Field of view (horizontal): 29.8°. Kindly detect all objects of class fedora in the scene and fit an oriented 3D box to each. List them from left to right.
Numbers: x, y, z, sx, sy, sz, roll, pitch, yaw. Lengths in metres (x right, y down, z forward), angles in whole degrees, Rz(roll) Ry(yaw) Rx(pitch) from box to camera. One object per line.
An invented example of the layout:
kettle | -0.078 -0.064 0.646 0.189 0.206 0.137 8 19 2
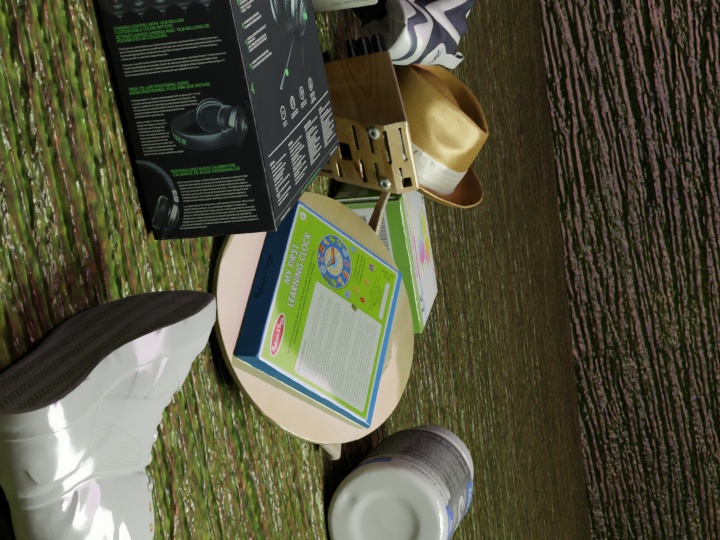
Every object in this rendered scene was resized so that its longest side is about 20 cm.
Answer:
fedora | 0.065 -0.154 1.354 0.200 0.082 0.201 34 27 -20

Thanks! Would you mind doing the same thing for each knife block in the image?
knife block | 0.012 -0.148 1.176 0.175 0.200 0.064 -39 129 -35

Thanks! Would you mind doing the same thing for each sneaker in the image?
sneaker | -0.137 0.089 0.757 0.200 0.073 0.116 -40 127 -60
sneaker | 0.046 -0.276 1.346 0.129 0.080 0.200 13 40 -43

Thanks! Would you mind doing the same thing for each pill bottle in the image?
pill bottle | 0.047 0.218 1.315 0.200 0.113 0.114 -26 112 -73

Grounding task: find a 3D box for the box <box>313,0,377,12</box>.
box | -0.045 -0.307 1.169 0.200 0.082 0.069 53 35 -62

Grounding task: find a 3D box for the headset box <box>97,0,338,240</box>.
headset box | -0.093 -0.147 0.921 0.174 0.092 0.201 -62 145 -62

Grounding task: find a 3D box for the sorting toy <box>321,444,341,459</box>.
sorting toy | -0.046 0.050 1.175 0.200 0.036 0.186 65 25 -63

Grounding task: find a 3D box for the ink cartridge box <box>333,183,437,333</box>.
ink cartridge box | 0.036 -0.042 1.411 0.200 0.075 0.148 -61 144 -62

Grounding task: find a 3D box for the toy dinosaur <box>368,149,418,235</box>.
toy dinosaur | 0.000 0.000 1.173 0.106 0.060 0.200 -87 -170 -46

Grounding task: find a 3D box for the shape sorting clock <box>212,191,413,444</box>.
shape sorting clock | -0.035 0.036 1.057 0.200 0.039 0.201 16 68 -43
